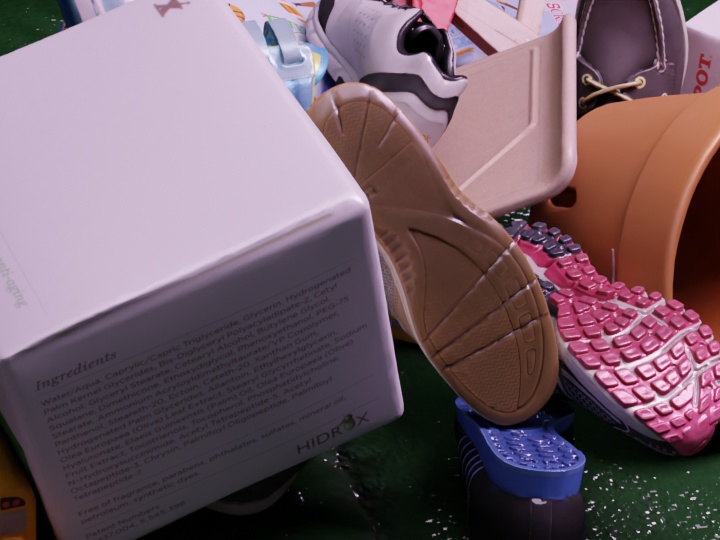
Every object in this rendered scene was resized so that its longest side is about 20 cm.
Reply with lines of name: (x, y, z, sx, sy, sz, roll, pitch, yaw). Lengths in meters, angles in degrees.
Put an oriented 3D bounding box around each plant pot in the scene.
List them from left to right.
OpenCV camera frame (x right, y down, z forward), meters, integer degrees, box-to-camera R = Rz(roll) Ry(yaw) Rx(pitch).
plant pot: (0.194, -0.020, 1.544, 0.200, 0.201, 0.140, -21, 25, -37)

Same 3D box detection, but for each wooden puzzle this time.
wooden puzzle: (0.045, -0.063, 1.581, 0.200, 0.037, 0.185, -24, 28, 19)

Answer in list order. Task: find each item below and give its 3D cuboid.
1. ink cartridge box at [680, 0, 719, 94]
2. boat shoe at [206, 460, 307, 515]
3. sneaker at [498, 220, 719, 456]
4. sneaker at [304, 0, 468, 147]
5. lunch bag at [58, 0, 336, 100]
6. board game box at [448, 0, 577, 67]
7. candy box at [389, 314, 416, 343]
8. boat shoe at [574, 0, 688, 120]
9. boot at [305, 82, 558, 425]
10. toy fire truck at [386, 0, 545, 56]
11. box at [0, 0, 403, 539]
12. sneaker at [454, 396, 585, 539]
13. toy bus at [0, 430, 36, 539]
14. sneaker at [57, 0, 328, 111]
ink cartridge box: (0.294, -0.073, 1.670, 0.200, 0.147, 0.083, 24, 35, 27)
boat shoe: (-0.035, 0.062, 1.471, 0.067, 0.057, 0.200, 16, 33, 14)
sneaker: (0.127, 0.045, 1.431, 0.080, 0.075, 0.200, -17, 34, -24)
sneaker: (0.022, -0.128, 1.573, 0.074, 0.080, 0.200, 25, 24, -26)
lunch bag: (-0.106, -0.128, 1.657, 0.170, 0.124, 0.200, 19, 15, -11)
board game box: (0.067, -0.162, 1.869, 0.199, 0.041, 0.200, -1, 33, -12)
candy box: (0.000, 0.000, 1.609, 0.199, 0.026, 0.102, 12, 35, 9)
boat shoe: (0.162, -0.100, 1.635, 0.071, 0.202, 0.061, 6, 31, 14)
boot: (0.024, -0.005, 1.430, 0.072, 0.200, 0.155, -36, 5, -13)
toy fire truck: (0.069, -0.165, 1.757, 0.141, 0.201, 0.049, -1, -9, -15)
box: (-0.112, -0.002, 1.346, 0.200, 0.172, 0.199, -24, 49, -13)
sneaker: (0.082, 0.117, 1.406, 0.070, 0.078, 0.200, 5, 10, 0)
toy bus: (-0.211, 0.111, 1.337, 0.065, 0.079, 0.200, -10, 35, -23)
sneaker: (-0.095, -0.136, 1.520, 0.130, 0.200, 0.080, -26, 15, -7)
